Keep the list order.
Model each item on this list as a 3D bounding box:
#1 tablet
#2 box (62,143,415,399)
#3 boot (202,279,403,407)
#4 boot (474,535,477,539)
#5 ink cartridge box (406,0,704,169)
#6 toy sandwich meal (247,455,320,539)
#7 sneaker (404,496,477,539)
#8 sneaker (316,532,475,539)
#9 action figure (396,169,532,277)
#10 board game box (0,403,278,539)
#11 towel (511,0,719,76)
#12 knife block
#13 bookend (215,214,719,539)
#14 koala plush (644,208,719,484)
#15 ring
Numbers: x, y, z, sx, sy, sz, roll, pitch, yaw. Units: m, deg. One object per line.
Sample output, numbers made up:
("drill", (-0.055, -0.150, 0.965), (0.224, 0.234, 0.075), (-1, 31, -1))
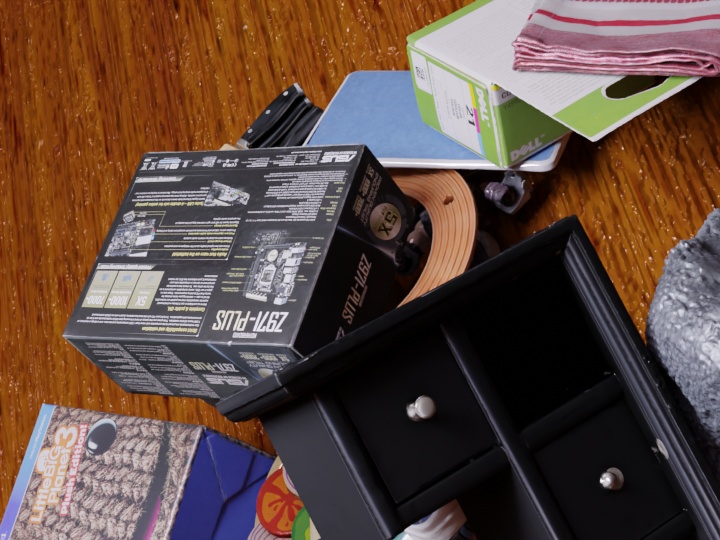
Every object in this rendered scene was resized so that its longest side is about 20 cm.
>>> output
("tablet", (0.063, -0.113, 1.153), (0.200, 0.014, 0.130), (3, 39, 22))
("box", (-0.084, 0.002, 1.086), (0.200, 0.086, 0.164), (0, 57, 32))
("boot", (-0.048, 0.057, 1.212), (0.200, 0.074, 0.075), (-21, 34, 29))
("boot", (0.090, 0.191, 0.936), (0.107, 0.075, 0.200), (-146, 66, -79))
("ink cartridge box", (0.150, -0.130, 1.071), (0.148, 0.076, 0.200), (-30, 41, -21))
("toy sandwich meal", (-0.013, 0.165, 1.104), (0.205, 0.070, 0.205), (-21, 55, 33))
("sneaker", (0.016, 0.107, 0.938), (0.076, 0.077, 0.200), (-49, 18, -12))
("sneaker", (0.006, 0.185, 0.992), (0.200, 0.071, 0.080), (-51, 56, 10))
("action figure", (0.078, -0.014, 1.126), (0.130, 0.069, 0.200), (-39, 43, 26))
("board game box", (-0.182, 0.201, 1.217), (0.200, 0.097, 0.160), (1, 68, 42))
("towel", (0.196, -0.196, 1.061), (0.144, 0.023, 0.200), (5, 41, 21))
("knife block", (-0.100, -0.060, 1.239), (0.064, 0.200, 0.176), (27, 116, 47))
("bookend", (0.064, 0.105, 0.806), (0.199, 0.200, 0.092), (63, 152, 2))
("koala plush", (0.216, 0.094, 0.882), (0.177, 0.184, 0.200), (32, 120, 26))
("ring", (0.000, 0.000, 1.114), (0.200, 0.019, 0.201), (-23, 45, 24))
